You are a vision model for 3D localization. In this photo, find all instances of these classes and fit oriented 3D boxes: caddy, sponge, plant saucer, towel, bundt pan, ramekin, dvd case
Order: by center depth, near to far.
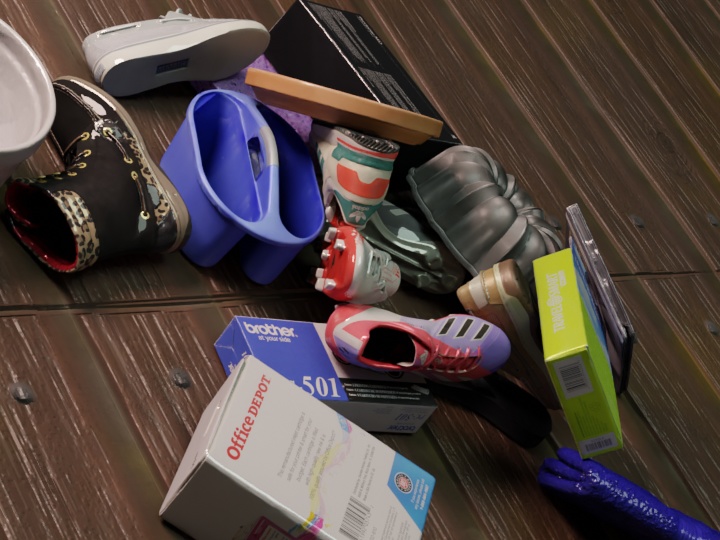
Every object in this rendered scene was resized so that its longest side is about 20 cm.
[{"bbox_3d":[-0.369,-0.139,1.545,0.199,0.105,0.201,25,36,-20],"label":"ramekin"},{"bbox_3d":[0.275,0.232,1.731,0.199,0.050,0.148,30,-8,-12],"label":"towel"},{"bbox_3d":[-0.110,-0.086,1.735,0.141,0.105,0.201,18,39,-31],"label":"caddy"},{"bbox_3d":[-0.018,-0.157,1.781,0.199,0.033,0.200,16,5,-1],"label":"plant saucer"},{"bbox_3d":[0.246,0.034,1.891,0.200,0.016,0.150,76,-7,-69],"label":"dvd case"},{"bbox_3d":[-0.105,-0.167,1.903,0.111,0.030,0.201,-11,59,-50],"label":"sponge"},{"bbox_3d":[0.141,-0.053,1.914,0.202,0.076,0.202,44,16,-16],"label":"bundt pan"}]

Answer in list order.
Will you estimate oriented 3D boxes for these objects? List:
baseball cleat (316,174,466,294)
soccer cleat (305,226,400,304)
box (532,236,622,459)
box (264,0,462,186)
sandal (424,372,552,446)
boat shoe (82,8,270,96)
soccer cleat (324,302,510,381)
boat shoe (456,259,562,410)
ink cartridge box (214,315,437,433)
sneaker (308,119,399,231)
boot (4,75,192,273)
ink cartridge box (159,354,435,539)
[{"bbox_3d":[0.018,-0.044,1.867,0.199,0.070,0.107,34,20,-17],"label":"baseball cleat"},{"bbox_3d":[0.000,0.000,1.704,0.084,0.069,0.200,14,-3,-7],"label":"soccer cleat"},{"bbox_3d":[0.206,0.070,1.738,0.201,0.047,0.123,-87,157,-59],"label":"box"},{"bbox_3d":[0.000,-0.190,1.968,0.201,0.079,0.141,53,25,19],"label":"box"},{"bbox_3d":[0.110,0.100,1.795,0.199,0.043,0.076,30,35,-15],"label":"sandal"},{"bbox_3d":[-0.186,-0.232,1.834,0.200,0.070,0.072,-16,58,-32],"label":"boat shoe"},{"bbox_3d":[0.060,0.072,1.664,0.199,0.067,0.076,12,14,-30],"label":"soccer cleat"},{"bbox_3d":[0.149,0.070,1.781,0.072,0.076,0.201,-96,161,-51],"label":"boat shoe"},{"bbox_3d":[-0.030,0.097,1.661,0.199,0.044,0.094,7,44,-40],"label":"ink cartridge box"},{"bbox_3d":[-0.017,-0.089,1.746,0.070,0.094,0.200,14,5,-14],"label":"sneaker"},{"bbox_3d":[-0.257,-0.084,1.626,0.201,0.073,0.150,54,35,10],"label":"boot"},{"bbox_3d":[-0.050,0.185,1.504,0.199,0.085,0.145,35,33,-10],"label":"ink cartridge box"}]
